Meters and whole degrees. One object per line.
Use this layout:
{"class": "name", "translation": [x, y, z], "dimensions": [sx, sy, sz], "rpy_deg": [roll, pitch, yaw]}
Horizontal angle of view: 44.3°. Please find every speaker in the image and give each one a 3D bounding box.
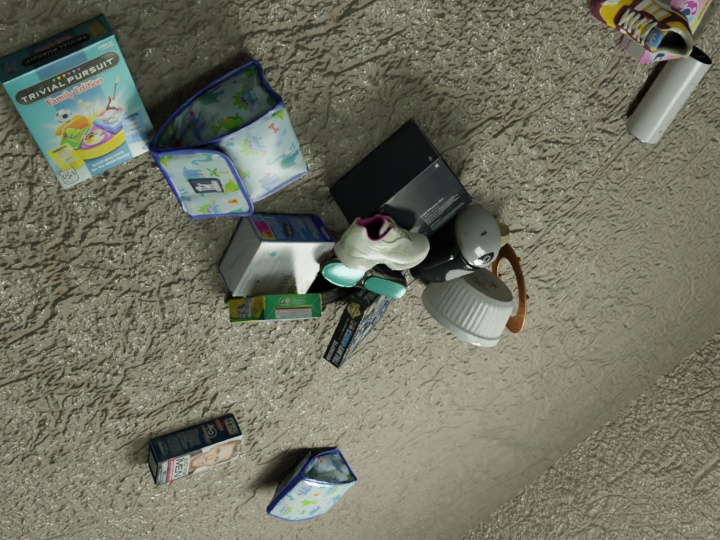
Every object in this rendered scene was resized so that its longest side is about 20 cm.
{"class": "speaker", "translation": [0.632, -0.364, 1.817], "dimensions": [0.080, 0.082, 0.202], "rpy_deg": [-6, 139, -35]}

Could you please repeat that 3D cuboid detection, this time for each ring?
{"class": "ring", "translation": [0.334, 0.037, 1.965], "dimensions": [0.019, 0.203, 0.203], "rpy_deg": [-9, 143, -10]}

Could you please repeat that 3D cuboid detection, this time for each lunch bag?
{"class": "lunch bag", "translation": [-0.137, 0.563, 2.305], "dimensions": [0.171, 0.128, 0.198], "rpy_deg": [-50, 154, 25]}
{"class": "lunch bag", "translation": [-0.193, -0.173, 1.284], "dimensions": [0.197, 0.129, 0.171], "rpy_deg": [-29, 150, -6]}

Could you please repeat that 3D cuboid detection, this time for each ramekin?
{"class": "ramekin", "translation": [0.240, 0.062, 1.927], "dimensions": [0.197, 0.200, 0.106], "rpy_deg": [7, 121, -45]}

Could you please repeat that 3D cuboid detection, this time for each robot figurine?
{"class": "robot figurine", "translation": [0.177, -0.047, 1.705], "dimensions": [0.197, 0.153, 0.124], "rpy_deg": [-21, 136, 36]}

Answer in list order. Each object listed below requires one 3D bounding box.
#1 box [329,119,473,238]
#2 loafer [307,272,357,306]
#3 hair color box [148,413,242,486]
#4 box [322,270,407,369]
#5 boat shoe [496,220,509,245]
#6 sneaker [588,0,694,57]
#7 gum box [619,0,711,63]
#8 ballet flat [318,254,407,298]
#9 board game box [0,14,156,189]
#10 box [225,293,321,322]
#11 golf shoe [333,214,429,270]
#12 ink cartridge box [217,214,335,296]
{"class": "box", "translation": [0.077, -0.136, 1.605], "dimensions": [0.199, 0.105, 0.182], "rpy_deg": [-38, 148, 8]}
{"class": "loafer", "translation": [-0.065, 0.024, 1.725], "dimensions": [0.197, 0.073, 0.063], "rpy_deg": [-32, 144, 2]}
{"class": "hair color box", "translation": [-0.364, 0.395, 1.950], "dimensions": [0.196, 0.061, 0.101], "rpy_deg": [-15, 144, -28]}
{"class": "box", "translation": [0.017, 0.072, 1.783], "dimensions": [0.200, 0.049, 0.200], "rpy_deg": [-47, 166, -44]}
{"class": "boat shoe", "translation": [0.245, -0.090, 1.846], "dimensions": [0.196, 0.073, 0.066], "rpy_deg": [2, 136, -35]}
{"class": "sneaker", "translation": [0.491, -0.432, 1.537], "dimensions": [0.195, 0.091, 0.076], "rpy_deg": [14, 134, -9]}
{"class": "gum box", "translation": [0.572, -0.479, 1.627], "dimensions": [0.111, 0.067, 0.202], "rpy_deg": [-12, 142, -27]}
{"class": "ballet flat", "translation": [0.000, 0.000, 1.644], "dimensions": [0.197, 0.069, 0.068], "rpy_deg": [20, 128, -35]}
{"class": "board game box", "translation": [-0.366, -0.216, 1.168], "dimensions": [0.149, 0.047, 0.202], "rpy_deg": [-27, 147, -11]}
{"class": "box", "translation": [-0.163, 0.069, 1.612], "dimensions": [0.115, 0.050, 0.199], "rpy_deg": [-1, 178, -28]}
{"class": "golf shoe", "translation": [0.050, -0.052, 1.530], "dimensions": [0.197, 0.076, 0.093], "rpy_deg": [-6, 136, -37]}
{"class": "ink cartridge box", "translation": [-0.137, -0.026, 1.586], "dimensions": [0.197, 0.077, 0.137], "rpy_deg": [1, 135, -40]}
